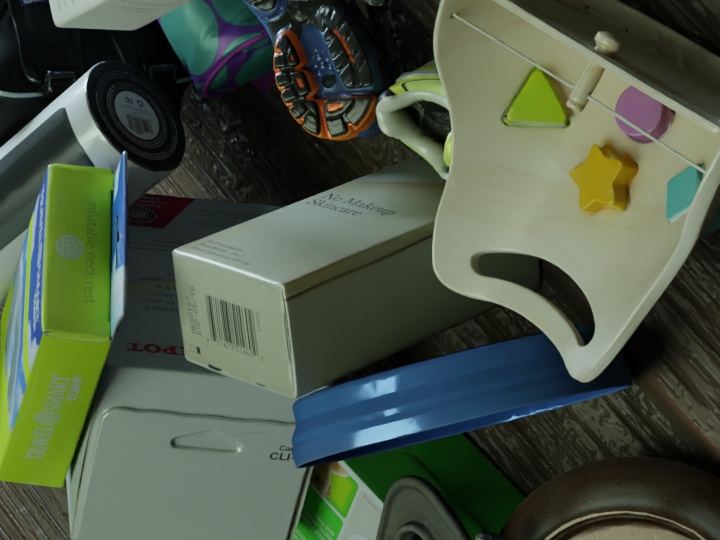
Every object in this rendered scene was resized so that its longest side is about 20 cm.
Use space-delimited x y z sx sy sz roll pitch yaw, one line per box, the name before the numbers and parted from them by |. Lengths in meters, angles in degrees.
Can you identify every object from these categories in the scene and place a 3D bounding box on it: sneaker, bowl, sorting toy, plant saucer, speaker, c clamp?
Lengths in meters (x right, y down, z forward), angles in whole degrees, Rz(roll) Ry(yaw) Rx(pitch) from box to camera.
sneaker | -0.029 -0.163 1.447 0.075 0.078 0.201 -23 72 20
bowl | 0.055 0.071 1.366 0.200 0.200 0.040 -22 79 53
sneaker | 0.091 -0.058 1.353 0.200 0.076 0.076 29 127 37
sorting toy | 0.116 -0.045 1.257 0.200 0.107 0.180 36 109 34
plant saucer | 0.160 0.207 1.366 0.200 0.032 0.201 3 99 19
speaker | -0.202 -0.046 1.500 0.200 0.081 0.081 -35 80 34
c clamp | 0.047 0.215 1.413 0.171 0.027 0.200 53 142 36

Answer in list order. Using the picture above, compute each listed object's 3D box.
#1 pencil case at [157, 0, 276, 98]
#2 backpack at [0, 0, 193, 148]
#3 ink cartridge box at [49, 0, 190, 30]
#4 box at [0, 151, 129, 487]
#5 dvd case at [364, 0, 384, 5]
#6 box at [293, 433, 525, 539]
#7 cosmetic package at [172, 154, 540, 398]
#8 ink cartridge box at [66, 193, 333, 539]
pencil case | -0.115 -0.208 1.518 0.200 0.085 0.092 57 174 11
backpack | -0.213 -0.168 1.581 0.151 0.177 0.200 -51 55 52
ink cartridge box | -0.099 -0.224 1.352 0.200 0.067 0.117 -22 78 39
box | -0.180 0.030 1.430 0.200 0.047 0.122 117 155 -52
dvd case | -0.024 -0.268 1.393 0.200 0.016 0.149 40 113 32
box | 0.043 0.209 1.535 0.200 0.097 0.177 46 136 24
cosmetic package | 0.000 0.000 1.392 0.103 0.200 0.073 16 120 44
ink cartridge box | -0.111 0.065 1.528 0.200 0.145 0.145 -103 24 -55
